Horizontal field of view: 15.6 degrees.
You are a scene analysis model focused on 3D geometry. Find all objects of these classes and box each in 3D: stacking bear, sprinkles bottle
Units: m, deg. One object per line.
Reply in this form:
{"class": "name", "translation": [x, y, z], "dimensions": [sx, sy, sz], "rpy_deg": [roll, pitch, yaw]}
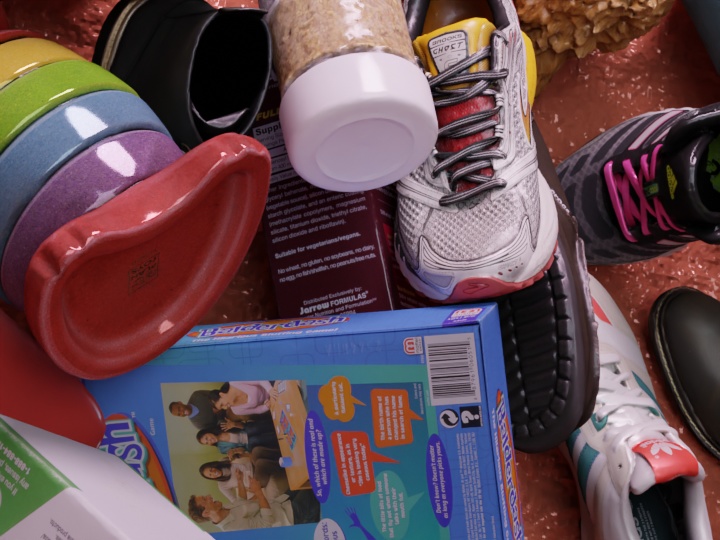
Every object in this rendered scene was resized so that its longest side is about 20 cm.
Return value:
{"class": "stacking bear", "translation": [-0.149, -0.057, 1.137], "dimensions": [0.121, 0.114, 0.200], "rpy_deg": [-33, 62, -27]}
{"class": "sprinkles bottle", "translation": [-0.017, -0.133, 1.204], "dimensions": [0.068, 0.068, 0.200], "rpy_deg": [1, 53, -20]}

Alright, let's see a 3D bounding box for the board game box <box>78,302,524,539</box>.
{"class": "board game box", "translation": [-0.030, 0.099, 1.179], "dimensions": [0.199, 0.045, 0.153], "rpy_deg": [-4, 99, 14]}

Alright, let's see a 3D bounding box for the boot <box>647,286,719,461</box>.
{"class": "boot", "translation": [0.232, 0.079, 1.333], "dimensions": [0.075, 0.097, 0.200], "rpy_deg": [-39, 90, -26]}

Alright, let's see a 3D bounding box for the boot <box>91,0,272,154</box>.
{"class": "boot", "translation": [-0.092, -0.030, 1.205], "dimensions": [0.077, 0.138, 0.201], "rpy_deg": [3, 94, -22]}

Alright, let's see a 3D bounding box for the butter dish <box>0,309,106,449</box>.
{"class": "butter dish", "translation": [-0.251, 0.069, 1.142], "dimensions": [0.200, 0.148, 0.199], "rpy_deg": [-50, 126, -8]}

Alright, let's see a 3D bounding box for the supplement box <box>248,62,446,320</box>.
{"class": "supplement box", "translation": [0.000, 0.000, 1.264], "dimensions": [0.061, 0.109, 0.201], "rpy_deg": [-15, 76, 17]}

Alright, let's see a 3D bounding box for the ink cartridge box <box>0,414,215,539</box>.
{"class": "ink cartridge box", "translation": [-0.139, 0.183, 1.082], "dimensions": [0.083, 0.147, 0.200], "rpy_deg": [24, 98, -45]}

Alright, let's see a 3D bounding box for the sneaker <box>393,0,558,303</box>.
{"class": "sneaker", "translation": [0.043, -0.068, 1.214], "dimensions": [0.078, 0.082, 0.200], "rpy_deg": [-12, 49, 8]}

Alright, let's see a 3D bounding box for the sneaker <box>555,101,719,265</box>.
{"class": "sneaker", "translation": [0.161, -0.046, 1.294], "dimensions": [0.087, 0.199, 0.074], "rpy_deg": [-15, 91, -57]}

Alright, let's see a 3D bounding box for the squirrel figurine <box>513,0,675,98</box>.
{"class": "squirrel figurine", "translation": [0.062, -0.186, 1.337], "dimensions": [0.186, 0.142, 0.201], "rpy_deg": [-8, 74, -15]}

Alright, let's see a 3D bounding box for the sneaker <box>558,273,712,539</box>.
{"class": "sneaker", "translation": [0.135, 0.082, 1.299], "dimensions": [0.070, 0.093, 0.200], "rpy_deg": [-10, 78, -22]}

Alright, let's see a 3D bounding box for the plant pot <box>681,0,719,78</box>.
{"class": "plant pot", "translation": [0.262, -0.141, 1.370], "dimensions": [0.200, 0.200, 0.188], "rpy_deg": [-39, 78, -25]}

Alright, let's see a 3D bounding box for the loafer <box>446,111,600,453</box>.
{"class": "loafer", "translation": [0.084, -0.005, 1.284], "dimensions": [0.071, 0.073, 0.201], "rpy_deg": [20, 54, -50]}
